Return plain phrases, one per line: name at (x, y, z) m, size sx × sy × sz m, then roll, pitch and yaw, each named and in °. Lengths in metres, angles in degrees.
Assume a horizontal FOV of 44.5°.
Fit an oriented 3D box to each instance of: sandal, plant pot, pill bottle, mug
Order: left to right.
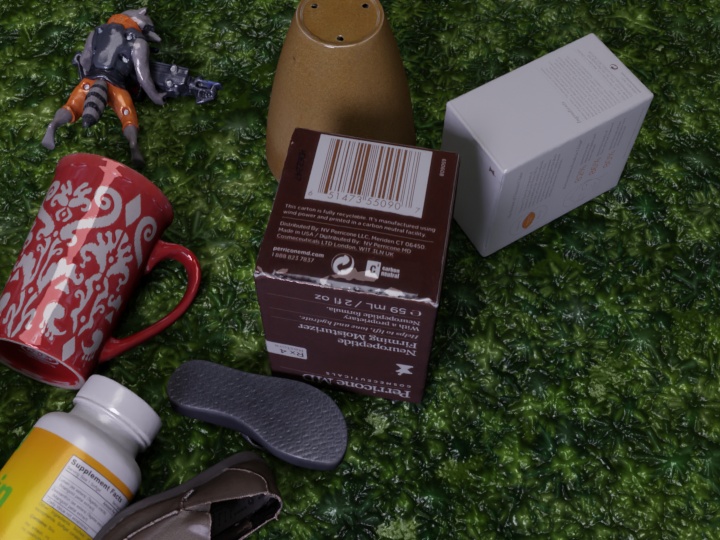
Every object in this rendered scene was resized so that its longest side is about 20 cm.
pill bottle at (-0.263, 0.197, 0.772) m, size 0.109 × 0.112 × 0.202 m, roll 23°, pitch 60°, yaw 14°
mug at (-0.265, 0.008, 0.881) m, size 0.173 × 0.134 × 0.204 m, roll 13°, pitch 62°, yaw 10°
sandal at (-0.096, 0.139, 0.858) m, size 0.196 × 0.043 × 0.077 m, roll 19°, pitch 52°, yaw 22°
plant pot at (-0.020, -0.204, 0.973) m, size 0.181 × 0.202 × 0.190 m, roll 1°, pitch 58°, yaw -1°

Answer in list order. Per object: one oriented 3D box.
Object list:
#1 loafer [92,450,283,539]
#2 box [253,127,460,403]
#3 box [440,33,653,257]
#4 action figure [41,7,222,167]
loafer at (-0.150, 0.227, 0.754) m, size 0.198 × 0.074 × 0.071 m, roll -32°, pitch 29°, yaw -28°
box at (0.000, 0.000, 0.845) m, size 0.162 × 0.202 × 0.167 m, roll 8°, pitch 58°, yaw 5°
box at (0.193, -0.136, 0.960) m, size 0.197 × 0.154 × 0.107 m, roll -26°, pitch 62°, yaw -17°
action figure at (-0.270, -0.226, 1.042) m, size 0.195 × 0.105 × 0.198 m, roll 5°, pitch 67°, yaw 5°
